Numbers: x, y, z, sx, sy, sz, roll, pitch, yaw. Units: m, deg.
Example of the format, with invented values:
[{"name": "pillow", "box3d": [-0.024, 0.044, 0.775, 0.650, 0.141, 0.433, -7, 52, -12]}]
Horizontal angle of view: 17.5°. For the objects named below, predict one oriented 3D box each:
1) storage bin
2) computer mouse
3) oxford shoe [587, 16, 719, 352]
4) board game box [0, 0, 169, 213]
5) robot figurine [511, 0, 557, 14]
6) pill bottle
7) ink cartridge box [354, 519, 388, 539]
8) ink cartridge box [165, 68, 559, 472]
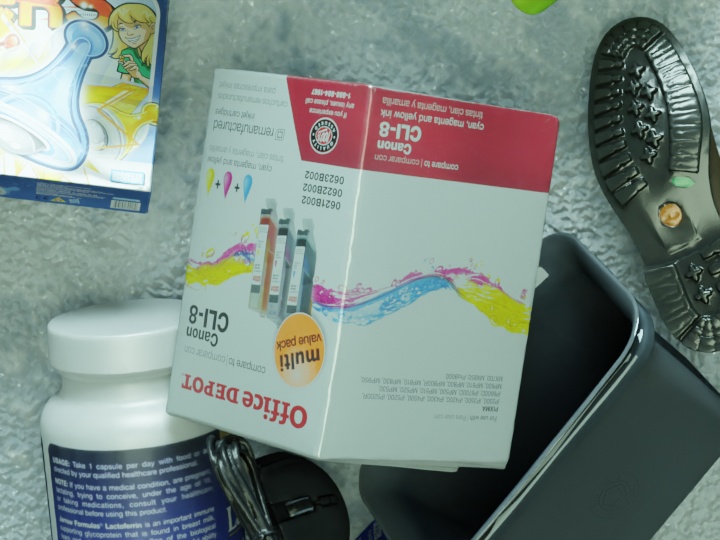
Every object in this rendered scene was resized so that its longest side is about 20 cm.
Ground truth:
[{"name": "storage bin", "box3d": [0.116, 0.099, 1.372, 0.134, 0.146, 0.200, 33, 101, -35]}, {"name": "computer mouse", "box3d": [-0.026, 0.163, 1.330, 0.046, 0.200, 0.141, -24, 74, 4]}, {"name": "oxford shoe", "box3d": [0.182, -0.049, 1.367, 0.072, 0.084, 0.201, -15, 84, 17]}, {"name": "board game box", "box3d": [-0.211, -0.110, 1.317, 0.199, 0.034, 0.136, 6, 68, -8]}, {"name": "robot figurine", "box3d": [0.098, -0.233, 1.297, 0.199, 0.116, 0.176, -12, 80, 3]}, {"name": "pill bottle", "box3d": [-0.128, 0.123, 1.372, 0.115, 0.116, 0.201, -4, 103, 0]}, {"name": "ink cartridge box", "box3d": [0.074, 0.238, 1.412, 0.200, 0.094, 0.044, 43, 98, -10]}, {"name": "ink cartridge box", "box3d": [0.000, 0.000, 1.292, 0.144, 0.145, 0.201, 5, 94, -41]}]
